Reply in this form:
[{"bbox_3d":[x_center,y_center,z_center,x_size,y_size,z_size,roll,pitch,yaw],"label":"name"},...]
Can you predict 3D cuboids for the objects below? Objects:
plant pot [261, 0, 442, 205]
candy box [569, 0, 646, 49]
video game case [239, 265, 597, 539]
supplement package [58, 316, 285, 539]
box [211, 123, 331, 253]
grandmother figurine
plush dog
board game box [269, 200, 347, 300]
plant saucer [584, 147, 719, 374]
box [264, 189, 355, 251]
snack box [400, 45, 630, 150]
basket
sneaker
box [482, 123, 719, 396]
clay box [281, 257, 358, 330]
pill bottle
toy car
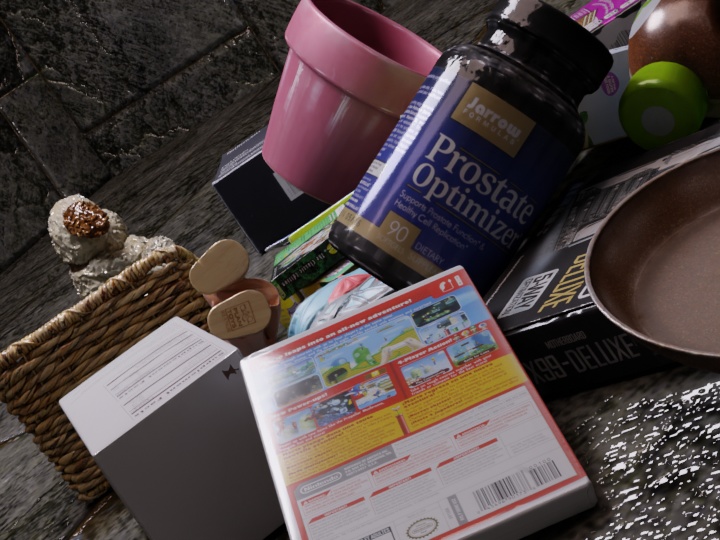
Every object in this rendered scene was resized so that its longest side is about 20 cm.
[{"bbox_3d":[-0.013,-0.176,1.466,0.180,0.199,0.200,-60,5,20],"label":"plant pot"},{"bbox_3d":[0.194,-0.196,1.333,0.199,0.061,0.136,-33,14,8],"label":"candy box"},{"bbox_3d":[0.020,0.080,0.705,0.142,0.018,0.200,-23,34,-1],"label":"video game case"},{"bbox_3d":[-0.118,0.114,0.908,0.109,0.114,0.200,-36,13,-13],"label":"supplement package"},{"bbox_3d":[-0.068,-0.136,1.658,0.199,0.104,0.182,-33,15,7],"label":"box"},{"bbox_3d":[-0.081,0.054,1.002,0.060,0.122,0.200,-14,-19,-3],"label":"grandmother figurine"},{"bbox_3d":[-0.344,-0.021,1.776,0.160,0.172,0.200,-39,15,-16],"label":"plush dog"},{"bbox_3d":[-0.026,-0.025,1.115,0.105,0.024,0.200,-39,6,3],"label":"board game box"},{"bbox_3d":[0.205,-0.008,0.631,0.199,0.032,0.201,-15,29,9],"label":"plant saucer"},{"bbox_3d":[0.013,-0.059,1.276,0.199,0.048,0.122,-34,-1,8],"label":"box"},{"bbox_3d":[0.157,-0.125,1.048,0.199,0.068,0.168,-17,6,-24],"label":"snack box"},{"bbox_3d":[-0.199,0.072,1.172,0.199,0.149,0.143,-35,14,3],"label":"basket"},{"bbox_3d":[0.046,0.017,0.981,0.200,0.080,0.095,-43,32,-14],"label":"sneaker"},{"bbox_3d":[0.159,-0.008,0.801,0.157,0.050,0.200,-21,19,44],"label":"box"},{"bbox_3d":[0.000,0.000,1.108,0.115,0.048,0.200,-39,7,-17],"label":"clay box"},{"bbox_3d":[0.075,-0.073,0.879,0.201,0.111,0.112,-58,14,1],"label":"pill bottle"},{"bbox_3d":[0.244,-0.200,0.863,0.157,0.201,0.165,6,39,26],"label":"toy car"}]
